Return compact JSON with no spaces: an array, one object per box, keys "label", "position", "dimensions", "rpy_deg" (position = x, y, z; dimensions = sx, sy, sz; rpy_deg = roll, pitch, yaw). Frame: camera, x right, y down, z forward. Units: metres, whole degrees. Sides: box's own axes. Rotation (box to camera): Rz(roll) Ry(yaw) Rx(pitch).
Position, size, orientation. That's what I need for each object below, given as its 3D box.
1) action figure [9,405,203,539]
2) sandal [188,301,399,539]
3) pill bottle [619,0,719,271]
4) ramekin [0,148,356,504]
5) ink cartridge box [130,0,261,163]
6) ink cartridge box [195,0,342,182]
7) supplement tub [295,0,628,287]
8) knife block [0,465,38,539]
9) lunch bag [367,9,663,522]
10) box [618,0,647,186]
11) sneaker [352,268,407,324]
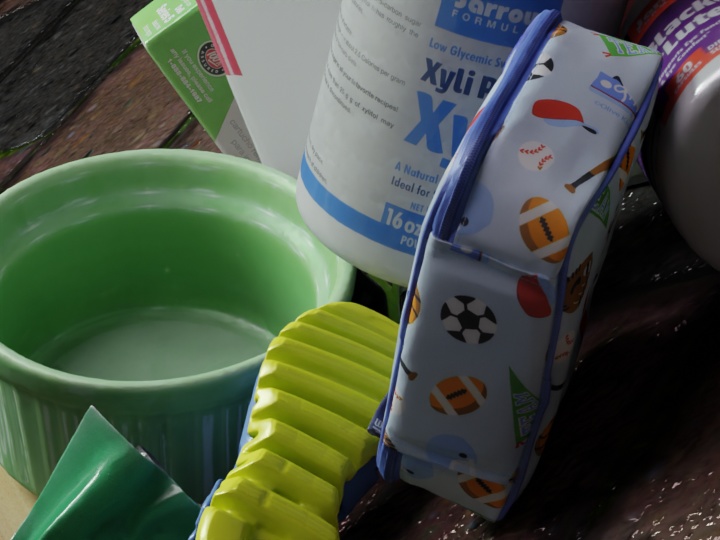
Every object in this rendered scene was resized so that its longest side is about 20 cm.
[{"label":"action figure","position":[-0.148,0.173,1.290],"dimensions":[0.200,0.118,0.055],"rpy_deg":[-46,5,-1]},{"label":"sandal","position":[-0.031,0.094,1.262],"dimensions":[0.200,0.079,0.087],"rpy_deg":[-57,-4,-43]},{"label":"pill bottle","position":[0.172,-0.075,1.262],"dimensions":[0.111,0.112,0.200],"rpy_deg":[-34,19,7]},{"label":"ramekin","position":[-0.101,0.034,1.392],"dimensions":[0.199,0.098,0.200],"rpy_deg":[0,36,0]},{"label":"ink cartridge box","position":[-0.018,-0.150,1.731],"dimensions":[0.200,0.146,0.084],"rpy_deg":[-37,19,1]},{"label":"ink cartridge box","position":[-0.005,-0.121,1.528],"dimensions":[0.084,0.146,0.200],"rpy_deg":[-24,-4,16]},{"label":"supplement tub","position":[0.051,-0.102,1.323],"dimensions":[0.132,0.131,0.201],"rpy_deg":[-75,-1,-62]},{"label":"knife block","position":[-0.198,0.118,1.444],"dimensions":[0.175,0.064,0.200],"rpy_deg":[0,34,22]},{"label":"lunch bag","position":[0.067,-0.002,1.199],"dimensions":[0.161,0.075,0.201],"rpy_deg":[-62,-10,-49]},{"label":"box","position":[0.150,-0.143,1.470],"dimensions":[0.128,0.109,0.200],"rpy_deg":[-14,29,50]},{"label":"sneaker","position":[0.000,0.000,1.438],"dimensions":[0.072,0.083,0.200],"rpy_deg":[-45,21,-24]}]
